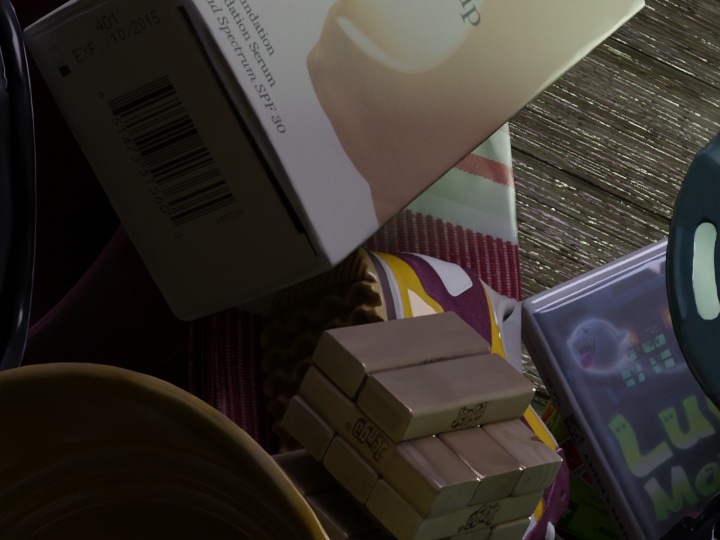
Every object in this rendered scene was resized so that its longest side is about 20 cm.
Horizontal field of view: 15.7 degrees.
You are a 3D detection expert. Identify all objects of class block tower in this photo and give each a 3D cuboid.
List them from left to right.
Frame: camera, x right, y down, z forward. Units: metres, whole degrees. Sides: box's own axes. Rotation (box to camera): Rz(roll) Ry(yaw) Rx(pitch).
[{"bbox_3d":[-0.017,0.109,0.710,0.058,0.201,0.054,-6,40,-48],"label":"block tower"}]

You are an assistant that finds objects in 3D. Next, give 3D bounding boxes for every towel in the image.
[{"bbox_3d":[0.000,0.000,0.862,0.144,0.023,0.201,15,64,-40],"label":"towel"}]

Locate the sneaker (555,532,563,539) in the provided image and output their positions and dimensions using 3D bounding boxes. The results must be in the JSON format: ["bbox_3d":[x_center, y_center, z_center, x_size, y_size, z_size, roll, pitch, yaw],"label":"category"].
[{"bbox_3d":[0.020,0.123,0.904,0.098,0.071,0.200,38,21,24],"label":"sneaker"}]

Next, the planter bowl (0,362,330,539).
[{"bbox_3d":[-0.057,0.128,0.643,0.200,0.201,0.083,42,12,32],"label":"planter bowl"}]

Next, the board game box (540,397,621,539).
[{"bbox_3d":[0.175,0.093,1.113,0.199,0.102,0.048,26,18,-4],"label":"board game box"}]

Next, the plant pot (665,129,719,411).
[{"bbox_3d":[0.208,0.017,0.918,0.200,0.201,0.196,41,4,31],"label":"plant pot"}]

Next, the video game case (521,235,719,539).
[{"bbox_3d":[0.186,0.058,1.062,0.199,0.023,0.183,-23,79,-19],"label":"video game case"}]

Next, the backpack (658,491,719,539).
[{"bbox_3d":[0.151,0.153,0.777,0.127,0.166,0.201,50,13,-40],"label":"backpack"}]

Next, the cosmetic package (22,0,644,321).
[{"bbox_3d":[-0.001,-0.079,0.821,0.200,0.071,0.106,-42,107,-45],"label":"cosmetic package"}]

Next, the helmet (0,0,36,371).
[{"bbox_3d":[-0.191,0.000,0.765,0.199,0.192,0.200,4,-5,0],"label":"helmet"}]

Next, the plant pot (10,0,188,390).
[{"bbox_3d":[-0.072,-0.017,0.974,0.179,0.200,0.200,31,14,-42],"label":"plant pot"}]

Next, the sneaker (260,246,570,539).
[{"bbox_3d":[0.028,0.090,0.784,0.090,0.075,0.201,11,67,-39],"label":"sneaker"}]
